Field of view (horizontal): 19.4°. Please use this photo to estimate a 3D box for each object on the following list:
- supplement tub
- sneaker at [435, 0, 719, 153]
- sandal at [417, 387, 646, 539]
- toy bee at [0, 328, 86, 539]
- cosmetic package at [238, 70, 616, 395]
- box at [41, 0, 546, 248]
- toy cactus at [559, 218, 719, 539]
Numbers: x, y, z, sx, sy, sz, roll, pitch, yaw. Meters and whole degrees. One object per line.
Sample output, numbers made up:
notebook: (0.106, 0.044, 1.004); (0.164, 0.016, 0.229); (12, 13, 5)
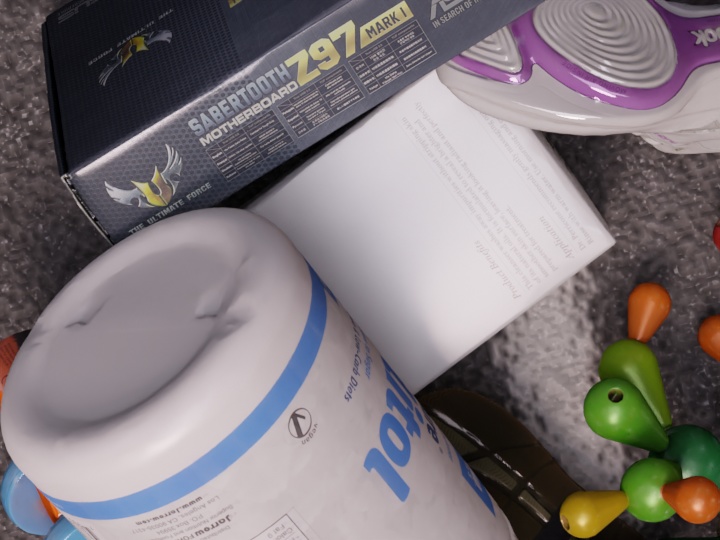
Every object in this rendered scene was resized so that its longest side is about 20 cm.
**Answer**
supplement tub: (-0.033, 0.085, 0.815); (0.132, 0.132, 0.200); (-34, 124, 7)
sneaker: (0.122, -0.075, 0.879); (0.199, 0.100, 0.075); (-2, 64, -18)
sandal: (0.083, 0.139, 0.945); (0.200, 0.055, 0.082); (46, 67, -3)
toy bee: (-0.104, 0.099, 0.938); (0.109, 0.200, 0.131); (-21, 60, -21)
cosmetic package: (0.000, 0.000, 0.921); (0.200, 0.081, 0.113); (-35, 95, 8)
box: (-0.035, -0.107, 0.866); (0.200, 0.158, 0.051); (-31, 121, 7)
toy cactus: (0.164, 0.092, 0.913); (0.165, 0.102, 0.200); (40, 60, -28)
